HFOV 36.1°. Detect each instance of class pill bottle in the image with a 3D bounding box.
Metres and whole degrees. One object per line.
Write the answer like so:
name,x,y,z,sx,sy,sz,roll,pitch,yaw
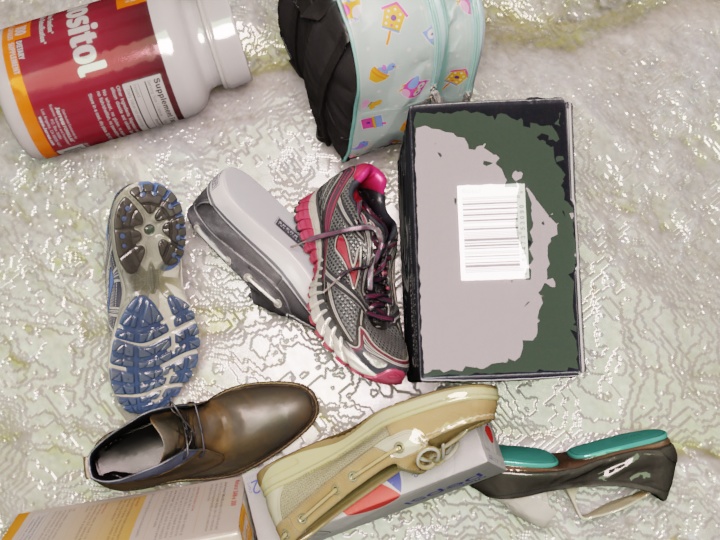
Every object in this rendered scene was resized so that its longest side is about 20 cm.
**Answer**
pill bottle,-0.198,-0.173,0.928,0.199,0.113,0.114,-17,84,-3

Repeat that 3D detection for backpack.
backpack,0.013,-0.203,0.878,0.152,0.200,0.177,-18,73,-2

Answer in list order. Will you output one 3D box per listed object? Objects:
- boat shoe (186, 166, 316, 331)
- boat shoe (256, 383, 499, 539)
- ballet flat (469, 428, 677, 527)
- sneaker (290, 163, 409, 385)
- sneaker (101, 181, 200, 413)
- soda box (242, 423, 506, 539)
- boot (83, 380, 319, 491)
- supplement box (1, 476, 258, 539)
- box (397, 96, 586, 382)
boat shoe,-0.065,0.006,0.935,0.200,0.072,0.068,44,119,-9
boat shoe,0.017,0.141,0.811,0.200,0.073,0.063,-25,72,15
ballet flat,0.167,0.175,0.916,0.198,0.068,0.069,-4,92,0
sneaker,0.000,0.000,0.884,0.075,0.080,0.201,-36,53,29
sneaker,-0.181,0.020,0.932,0.077,0.085,0.202,-1,105,-24
soda box,0.010,0.162,0.883,0.199,0.068,0.064,-23,68,12
boot,-0.130,0.139,0.901,0.199,0.097,0.075,-18,84,-2
supplement box,-0.182,0.231,0.872,0.198,0.126,0.074,-9,99,-1
box,0.095,-0.013,0.869,0.123,0.197,0.202,-2,84,1
